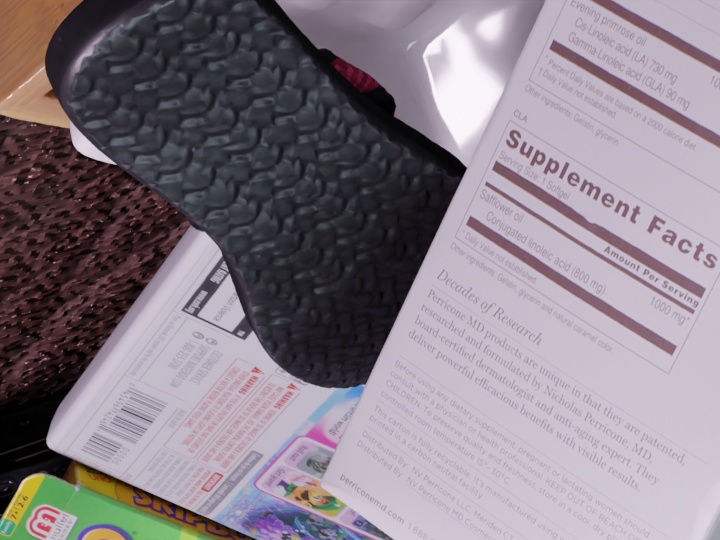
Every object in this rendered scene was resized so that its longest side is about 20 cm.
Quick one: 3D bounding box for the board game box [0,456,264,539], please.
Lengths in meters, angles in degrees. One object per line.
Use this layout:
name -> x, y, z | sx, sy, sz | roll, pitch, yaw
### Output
board game box -> -0.054, 0.140, 0.983 | 0.199, 0.030, 0.096 | 23, 112, -22

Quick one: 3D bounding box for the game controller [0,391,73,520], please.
game controller -> -0.121, 0.076, 1.010 | 0.199, 0.042, 0.104 | -19, -167, -18

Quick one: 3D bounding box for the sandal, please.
sandal -> -0.020, -0.031, 0.692 | 0.075, 0.045, 0.200 | -35, 143, 5

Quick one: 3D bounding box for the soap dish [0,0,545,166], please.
soap dish -> 0.008, -0.091, 0.740 | 0.157, 0.081, 0.200 | -37, 157, 27

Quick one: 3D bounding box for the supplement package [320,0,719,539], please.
supplement package -> 0.096, -0.003, 0.702 | 0.114, 0.109, 0.201 | 3, 116, -57

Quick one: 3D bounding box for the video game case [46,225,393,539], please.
video game case -> 0.005, 0.051, 0.882 | 0.182, 0.024, 0.200 | 25, 147, -11
